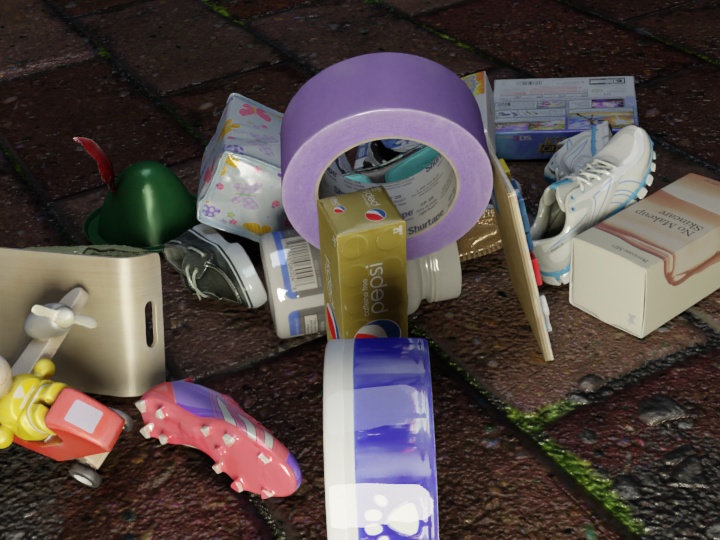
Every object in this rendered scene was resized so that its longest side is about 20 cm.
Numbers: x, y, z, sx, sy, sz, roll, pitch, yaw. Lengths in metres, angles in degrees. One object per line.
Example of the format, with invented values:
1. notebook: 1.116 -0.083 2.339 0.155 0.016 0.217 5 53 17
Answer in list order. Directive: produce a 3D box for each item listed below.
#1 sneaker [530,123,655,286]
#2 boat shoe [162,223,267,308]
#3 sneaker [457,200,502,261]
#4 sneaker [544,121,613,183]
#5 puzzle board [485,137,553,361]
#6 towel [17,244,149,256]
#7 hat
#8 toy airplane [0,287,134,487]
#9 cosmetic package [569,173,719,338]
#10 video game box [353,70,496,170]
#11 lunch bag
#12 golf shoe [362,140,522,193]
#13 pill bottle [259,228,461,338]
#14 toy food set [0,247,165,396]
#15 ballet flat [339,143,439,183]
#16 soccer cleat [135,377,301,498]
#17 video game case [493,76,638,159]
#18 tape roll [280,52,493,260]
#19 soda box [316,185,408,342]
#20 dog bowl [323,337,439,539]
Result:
1. sneaker: 0.245 -0.083 1.242 0.075 0.087 0.200 27 80 50
2. boat shoe: -0.168 0.005 1.294 0.071 0.072 0.200 -27 26 -18
3. sneaker: 0.070 -0.046 1.325 0.200 0.070 0.109 -12 24 2
4. sneaker: 0.267 -0.110 1.394 0.087 0.075 0.200 -11 26 18
5. puzzle board: 0.158 -0.028 1.153 0.017 0.200 0.151 -16 32 2
6. towel: -0.329 -0.011 1.291 0.148 0.037 0.200 0 3 13
7. hat: -0.270 -0.130 1.404 0.166 0.176 0.200 -14 30 -17
8. toy airplane: -0.323 0.119 1.049 0.199 0.141 0.200 -27 47 2
9. cosmetic package: 0.326 -0.021 1.220 0.200 0.087 0.103 -28 39 -32
10. video game box: 0.089 -0.188 1.537 0.182 0.047 0.200 -13 30 13
11. lunch bag: -0.085 -0.110 1.383 0.200 0.127 0.170 23 28 -16
12. golf shoe: 0.099 -0.113 1.403 0.200 0.092 0.073 6 33 9
13. pill bottle: 0.000 0.000 1.216 0.200 0.114 0.114 -10 32 -7
14. toy food set: -0.296 0.044 1.170 0.200 0.144 0.060 5 15 18
15. ballet flat: 0.022 -0.084 1.290 0.200 0.074 0.074 -20 33 -3
16. soccer cleat: -0.121 0.146 1.050 0.200 0.067 0.076 16 33 36
17. video game case: 0.279 -0.211 1.578 0.200 0.045 0.181 0 31 11
18. tape roll: 0.023 -0.104 1.098 0.200 0.200 0.085 -6 47 0
19. soda box: 0.004 0.022 1.093 0.068 0.200 0.064 -14 39 -13
20. dog bowl: 0.017 0.151 0.884 0.079 0.200 0.200 -3 31 2
